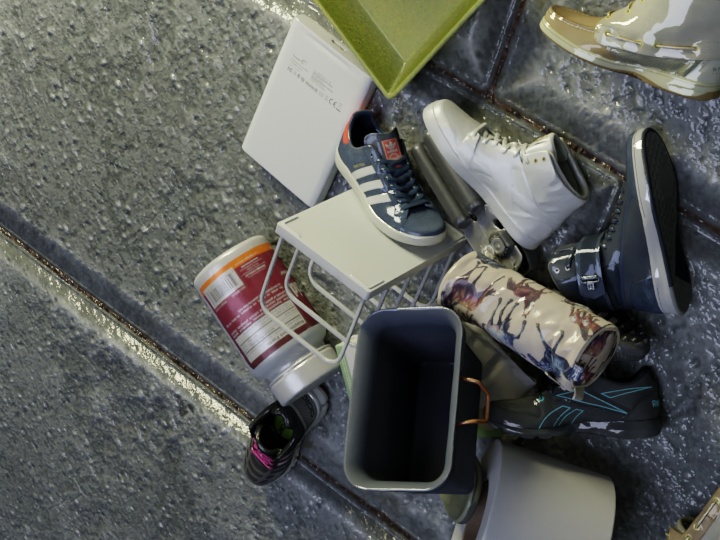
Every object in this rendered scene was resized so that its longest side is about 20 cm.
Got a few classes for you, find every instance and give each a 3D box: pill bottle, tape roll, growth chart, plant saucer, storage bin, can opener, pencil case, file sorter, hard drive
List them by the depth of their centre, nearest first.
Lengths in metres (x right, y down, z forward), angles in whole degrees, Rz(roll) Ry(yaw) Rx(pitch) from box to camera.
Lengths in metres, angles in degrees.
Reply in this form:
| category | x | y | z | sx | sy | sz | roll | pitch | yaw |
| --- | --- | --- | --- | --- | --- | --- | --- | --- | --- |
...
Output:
| category | x | y | z | sx | sy | sz | roll | pitch | yaw |
| --- | --- | --- | --- | --- | --- | --- | --- | --- | --- |
| pencil case | 0.176 | 0.055 | 1.524 | 0.200 | 0.078 | 0.090 | 31 | 92 | 29 |
| storage bin | 0.080 | 0.155 | 1.552 | 0.145 | 0.134 | 0.201 | -3 | 70 | 25 |
| plant saucer | 0.043 | -0.332 | 1.584 | 0.200 | 0.048 | 0.200 | 54 | 130 | 8 |
| tape roll | 0.188 | 0.307 | 1.592 | 0.138 | 0.203 | 0.203 | 19 | 122 | -1 |
| can opener | 0.134 | -0.075 | 1.618 | 0.053 | 0.067 | 0.201 | -48 | 63 | 40 |
| file sorter | 0.000 | 0.000 | 1.648 | 0.139 | 0.200 | 0.125 | 37 | 128 | 21 |
| growth chart | 0.138 | 0.114 | 1.657 | 0.200 | 0.018 | 0.145 | 48 | 144 | -1 |
| hard drive | -0.064 | -0.194 | 1.736 | 0.132 | 0.026 | 0.201 | 41 | 127 | 19 |
| pill bottle | -0.116 | 0.066 | 1.819 | 0.114 | 0.114 | 0.200 | -40 | 81 | 40 |

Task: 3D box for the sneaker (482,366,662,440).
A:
| category | x | y | z | sx | sy | sz | roll | pitch | yaw |
| --- | --- | --- | --- | --- | --- | --- | --- | --- | --- |
| sneaker | 0.236 | 0.145 | 1.575 | 0.199 | 0.075 | 0.080 | -1 | 97 | 2 |

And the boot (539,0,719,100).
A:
| category | x | y | z | sx | sy | sz | roll | pitch | yaw |
| --- | --- | --- | --- | --- | --- | --- | --- | --- | --- |
| boot | 0.285 | -0.272 | 1.403 | 0.199 | 0.072 | 0.155 | 25 | 122 | 23 |

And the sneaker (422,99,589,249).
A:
| category | x | y | z | sx | sy | sz | roll | pitch | yaw |
| --- | --- | --- | --- | --- | --- | --- | --- | --- | --- |
| sneaker | 0.167 | -0.133 | 1.554 | 0.200 | 0.074 | 0.116 | 49 | 128 | 0 |

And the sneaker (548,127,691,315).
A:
| category | x | y | z | sx | sy | sz | roll | pitch | yaw |
| --- | --- | --- | --- | --- | --- | --- | --- | --- | --- |
| sneaker | 0.264 | -0.048 | 1.501 | 0.146 | 0.077 | 0.203 | 0 | 108 | 35 |

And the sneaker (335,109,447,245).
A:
| category | x | y | z | sx | sy | sz | roll | pitch | yaw |
| --- | --- | --- | --- | --- | --- | --- | --- | --- | --- |
| sneaker | 0.036 | -0.112 | 1.628 | 0.200 | 0.075 | 0.085 | 48 | 140 | 35 |

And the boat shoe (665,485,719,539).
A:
| category | x | y | z | sx | sy | sz | roll | pitch | yaw |
| --- | --- | --- | --- | --- | --- | --- | --- | --- | --- |
| boat shoe | 0.376 | 0.301 | 1.561 | 0.067 | 0.074 | 0.200 | 54 | 130 | 25 |

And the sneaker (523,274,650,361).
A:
| category | x | y | z | sx | sy | sz | roll | pitch | yaw |
| --- | --- | --- | --- | --- | --- | --- | --- | --- | --- |
| sneaker | 0.234 | 0.072 | 1.584 | 0.199 | 0.066 | 0.091 | 21 | 125 | 32 |

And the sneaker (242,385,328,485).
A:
| category | x | y | z | sx | sy | sz | roll | pitch | yaw |
| --- | --- | --- | --- | --- | --- | --- | --- | --- | --- |
| sneaker | -0.120 | 0.229 | 1.902 | 0.074 | 0.087 | 0.200 | 47 | 129 | 14 |

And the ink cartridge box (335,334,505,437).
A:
| category | x | y | z | sx | sy | sz | roll | pitch | yaw |
| --- | --- | --- | --- | --- | --- | --- | --- | --- | --- |
| ink cartridge box | 0.072 | 0.149 | 1.750 | 0.199 | 0.048 | 0.146 | -5 | 103 | 41 |

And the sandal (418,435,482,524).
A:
| category | x | y | z | sx | sy | sz | roll | pitch | yaw |
| --- | --- | --- | --- | --- | --- | --- | --- | --- | --- |
| sandal | 0.085 | 0.217 | 1.650 | 0.201 | 0.057 | 0.080 | 61 | 138 | 44 |
